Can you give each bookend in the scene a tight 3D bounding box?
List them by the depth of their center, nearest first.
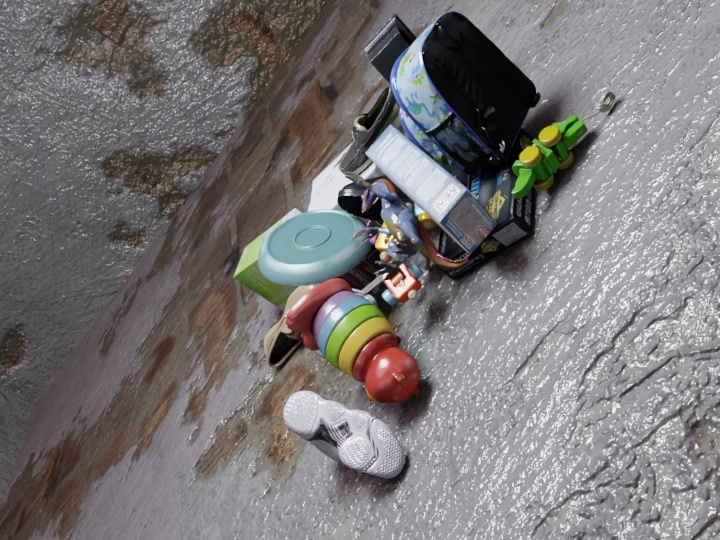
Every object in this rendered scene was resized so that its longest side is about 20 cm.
[{"bbox_3d":[0.103,-0.358,1.454,0.092,0.200,0.199,-42,17,16],"label":"bookend"}]

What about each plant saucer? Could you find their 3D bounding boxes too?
[{"bbox_3d":[-0.078,-0.047,1.302,0.196,0.028,0.202,-10,35,7],"label":"plant saucer"}]

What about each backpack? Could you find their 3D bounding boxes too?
[{"bbox_3d":[0.140,-0.262,1.179,0.146,0.200,0.184,-27,24,51],"label":"backpack"}]

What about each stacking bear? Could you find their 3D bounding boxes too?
[{"bbox_3d":[0.004,0.112,1.128,0.114,0.122,0.200,-44,57,-7],"label":"stacking bear"}]

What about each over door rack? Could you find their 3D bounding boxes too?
[{"bbox_3d":[0.000,0.000,1.291,0.198,0.068,0.147,22,48,40],"label":"over door rack"}]

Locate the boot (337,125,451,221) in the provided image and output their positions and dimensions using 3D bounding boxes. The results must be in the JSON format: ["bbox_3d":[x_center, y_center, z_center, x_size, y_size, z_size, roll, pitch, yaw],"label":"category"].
[{"bbox_3d":[0.064,-0.171,1.324,0.077,0.196,0.171,102,174,-66],"label":"boot"}]

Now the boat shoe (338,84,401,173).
[{"bbox_3d":[0.016,-0.250,1.394,0.201,0.065,0.073,-45,33,33],"label":"boat shoe"}]

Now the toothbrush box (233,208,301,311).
[{"bbox_3d":[-0.142,-0.016,1.599,0.199,0.145,0.087,-31,32,42],"label":"toothbrush box"}]

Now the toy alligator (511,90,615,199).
[{"bbox_3d":[0.273,-0.181,1.103,0.200,0.059,0.054,-47,38,-3],"label":"toy alligator"}]

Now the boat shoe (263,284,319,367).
[{"bbox_3d":[-0.121,0.106,1.508,0.201,0.070,0.065,-55,25,29],"label":"boat shoe"}]

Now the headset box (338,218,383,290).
[{"bbox_3d":[-0.002,-0.051,1.460,0.202,0.075,0.148,-58,24,-6],"label":"headset box"}]

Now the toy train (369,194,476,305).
[{"bbox_3d":[0.095,-0.043,1.188,0.200,0.055,0.150,-48,48,5],"label":"toy train"}]

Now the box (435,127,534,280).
[{"bbox_3d":[0.191,-0.103,1.188,0.158,0.046,0.203,-34,33,42],"label":"box"}]

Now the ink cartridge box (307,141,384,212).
[{"bbox_3d":[-0.024,-0.170,1.508,0.199,0.043,0.175,-40,27,29],"label":"ink cartridge box"}]

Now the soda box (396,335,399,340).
[{"bbox_3d":[-0.015,0.104,1.300,0.071,0.063,0.199,-58,24,-6],"label":"soda box"}]

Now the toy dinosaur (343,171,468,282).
[{"bbox_3d":[0.053,-0.067,1.169,0.183,0.196,0.106,-81,12,-50],"label":"toy dinosaur"}]

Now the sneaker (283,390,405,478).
[{"bbox_3d":[-0.010,0.239,1.112,0.197,0.115,0.076,21,74,31],"label":"sneaker"}]

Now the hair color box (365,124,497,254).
[{"bbox_3d":[0.099,-0.118,1.121,0.061,0.100,0.200,-46,48,6],"label":"hair color box"}]
